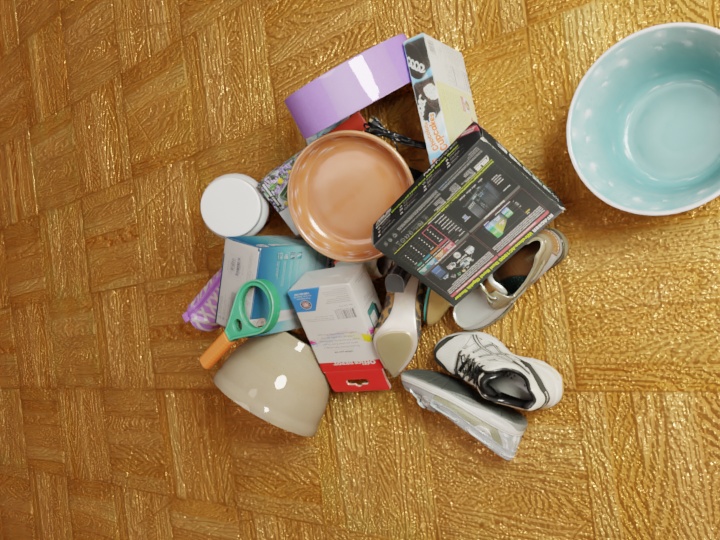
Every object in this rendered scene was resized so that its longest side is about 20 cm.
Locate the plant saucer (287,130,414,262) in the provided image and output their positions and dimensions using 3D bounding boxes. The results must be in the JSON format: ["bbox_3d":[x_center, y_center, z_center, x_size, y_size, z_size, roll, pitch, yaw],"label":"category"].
[{"bbox_3d":[-0.012,-0.112,0.939,0.200,0.037,0.201,5,109,13],"label":"plant saucer"}]

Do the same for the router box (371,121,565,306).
[{"bbox_3d":[0.134,-0.068,0.800,0.200,0.150,0.062,-44,22,24],"label":"router box"}]

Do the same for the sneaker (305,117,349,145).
[{"bbox_3d":[-0.068,-0.213,1.041,0.074,0.082,0.200,5,97,39],"label":"sneaker"}]

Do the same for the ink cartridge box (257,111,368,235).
[{"bbox_3d":[-0.056,-0.154,1.003,0.200,0.050,0.109,-30,108,23],"label":"ink cartridge box"}]

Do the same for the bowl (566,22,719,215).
[{"bbox_3d":[0.349,-0.163,0.698,0.201,0.105,0.201,4,96,39],"label":"bowl"}]

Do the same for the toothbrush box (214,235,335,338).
[{"bbox_3d":[-0.132,0.020,1.033,0.085,0.200,0.147,18,105,36],"label":"toothbrush box"}]

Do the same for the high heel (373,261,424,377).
[{"bbox_3d":[0.071,0.055,0.957,0.071,0.143,0.200,10,122,15],"label":"high heel"}]

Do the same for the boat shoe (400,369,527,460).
[{"bbox_3d":[0.142,0.204,0.910,0.202,0.074,0.065,22,102,28],"label":"boat shoe"}]

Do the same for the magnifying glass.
[{"bbox_3d":[-0.188,0.088,0.943,0.200,0.022,0.080,-45,67,32],"label":"magnifying glass"}]

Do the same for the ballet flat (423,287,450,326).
[{"bbox_3d":[0.133,-0.011,0.909,0.063,0.069,0.200,8,101,16],"label":"ballet flat"}]

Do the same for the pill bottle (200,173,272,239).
[{"bbox_3d":[-0.214,-0.110,1.079,0.114,0.200,0.114,-1,96,-5],"label":"pill bottle"}]

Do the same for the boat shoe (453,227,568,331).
[{"bbox_3d":[0.192,0.014,0.858,0.200,0.068,0.075,-50,64,30],"label":"boat shoe"}]

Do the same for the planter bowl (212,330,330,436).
[{"bbox_3d":[-0.132,0.174,1.067,0.200,0.200,0.135,26,85,34],"label":"planter bowl"}]

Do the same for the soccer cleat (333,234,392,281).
[{"bbox_3d":[0.000,0.000,1.014,0.078,0.069,0.200,45,116,24],"label":"soccer cleat"}]

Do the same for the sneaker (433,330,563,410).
[{"bbox_3d":[0.178,0.137,0.867,0.200,0.088,0.076,15,104,39],"label":"sneaker"}]

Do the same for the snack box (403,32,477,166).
[{"bbox_3d":[0.123,-0.218,0.866,0.037,0.116,0.200,-16,83,35],"label":"snack box"}]

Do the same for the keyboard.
[{"bbox_3d":[0.047,-0.155,0.940,0.200,0.021,0.127,23,112,5],"label":"keyboard"}]

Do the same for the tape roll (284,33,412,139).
[{"bbox_3d":[-0.010,-0.269,0.911,0.200,0.200,0.066,-17,107,38],"label":"tape roll"}]

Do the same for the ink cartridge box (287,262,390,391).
[{"bbox_3d":[-0.020,0.096,0.995,0.116,0.067,0.200,-8,116,29],"label":"ink cartridge box"}]

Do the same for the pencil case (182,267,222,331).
[{"bbox_3d":[-0.265,0.039,1.214,0.200,0.085,0.084,-48,66,31],"label":"pencil case"}]
